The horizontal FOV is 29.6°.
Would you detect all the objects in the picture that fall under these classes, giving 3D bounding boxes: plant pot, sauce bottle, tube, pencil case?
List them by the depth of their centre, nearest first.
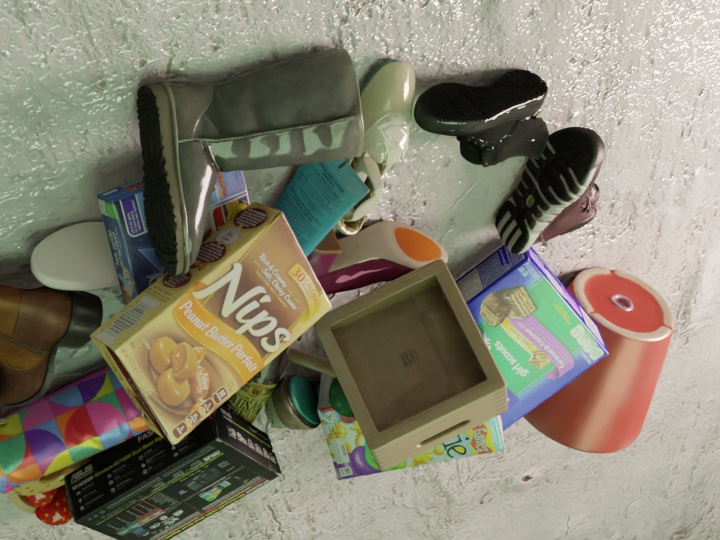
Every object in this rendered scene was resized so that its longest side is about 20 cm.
[{"bbox_3d":[-0.066,-0.044,1.362,0.050,0.078,0.200,-32,166,-50],"label":"tube"},{"bbox_3d":[-0.314,0.164,1.447,0.198,0.089,0.089,-22,149,-12],"label":"pencil case"},{"bbox_3d":[-0.125,0.117,1.550,0.065,0.066,0.201,-4,140,-35],"label":"sauce bottle"},{"bbox_3d":[0.312,0.107,1.789,0.198,0.201,0.179,-6,133,-32],"label":"plant pot"}]

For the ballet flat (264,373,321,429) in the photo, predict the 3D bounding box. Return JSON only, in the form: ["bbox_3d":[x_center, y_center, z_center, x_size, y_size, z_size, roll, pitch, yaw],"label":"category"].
[{"bbox_3d":[-0.075,0.163,1.623,0.067,0.069,0.200,-22,167,14],"label":"ballet flat"}]

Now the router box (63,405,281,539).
[{"bbox_3d":[-0.210,0.232,1.537,0.199,0.063,0.150,-30,146,10],"label":"router box"}]

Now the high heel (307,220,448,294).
[{"bbox_3d":[0.000,0.000,1.479,0.198,0.068,0.096,-4,146,-38],"label":"high heel"}]

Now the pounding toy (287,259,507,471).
[{"bbox_3d":[0.032,0.106,1.476,0.198,0.186,0.142,-25,159,-2],"label":"pounding toy"}]

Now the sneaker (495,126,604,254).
[{"bbox_3d":[0.239,-0.099,1.533,0.114,0.076,0.200,-13,157,-33],"label":"sneaker"}]

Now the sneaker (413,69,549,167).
[{"bbox_3d":[0.122,-0.141,1.369,0.198,0.060,0.105,-19,148,-36],"label":"sneaker"}]

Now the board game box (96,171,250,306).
[{"bbox_3d":[-0.155,0.004,1.261,0.134,0.034,0.203,-24,116,-30],"label":"board game box"}]

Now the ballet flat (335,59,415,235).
[{"bbox_3d":[0.012,-0.111,1.324,0.069,0.070,0.201,-6,142,-33],"label":"ballet flat"}]

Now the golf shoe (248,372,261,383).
[{"bbox_3d":[-0.164,0.050,1.389,0.077,0.095,0.201,-20,150,-2],"label":"golf shoe"}]

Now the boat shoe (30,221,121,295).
[{"bbox_3d":[-0.218,-0.009,1.294,0.198,0.072,0.069,-18,149,-34],"label":"boat shoe"}]

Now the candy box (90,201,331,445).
[{"bbox_3d":[-0.131,0.045,1.232,0.200,0.055,0.116,-40,123,-20],"label":"candy box"}]

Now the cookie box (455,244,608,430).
[{"bbox_3d":[0.168,0.087,1.653,0.199,0.075,0.171,-38,111,14],"label":"cookie box"}]

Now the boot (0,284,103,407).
[{"bbox_3d":[-0.369,0.063,1.271,0.198,0.069,0.188,13,148,-39],"label":"boot"}]

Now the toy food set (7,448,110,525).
[{"bbox_3d":[-0.311,0.231,1.580,0.196,0.049,0.201,-16,146,-21],"label":"toy food set"}]

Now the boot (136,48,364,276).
[{"bbox_3d":[-0.092,-0.097,1.206,0.198,0.072,0.184,-11,110,-32],"label":"boot"}]

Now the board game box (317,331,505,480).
[{"bbox_3d":[0.060,0.158,1.585,0.197,0.105,0.104,-12,116,9],"label":"board game box"}]
